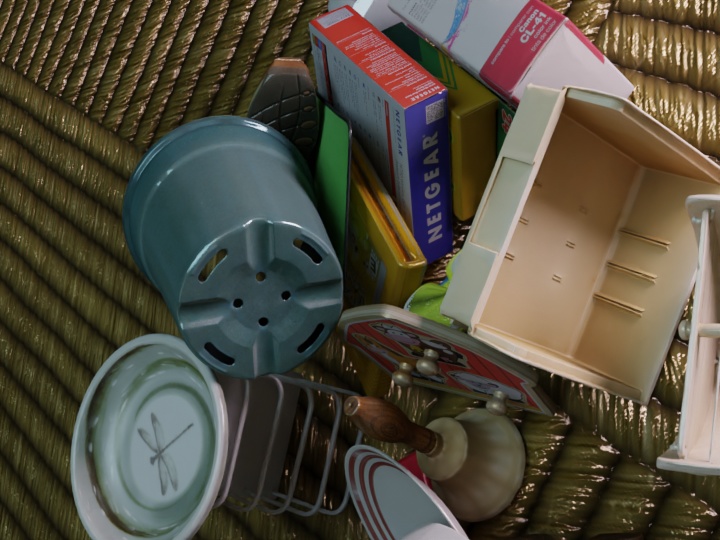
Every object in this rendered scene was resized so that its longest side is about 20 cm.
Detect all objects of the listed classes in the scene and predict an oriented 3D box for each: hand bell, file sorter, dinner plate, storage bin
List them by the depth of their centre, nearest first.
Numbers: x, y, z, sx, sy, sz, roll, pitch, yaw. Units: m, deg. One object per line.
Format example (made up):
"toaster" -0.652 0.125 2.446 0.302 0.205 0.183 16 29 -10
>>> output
"storage bin" 0.182 -0.020 0.801 0.093 0.197 0.204 24 93 47
"dinner plate" 0.054 0.232 0.859 0.024 0.203 0.199 -32 42 -23
"hand bell" 0.052 0.144 0.860 0.103 0.199 0.106 -18 59 32
"file sorter" -0.101 0.168 1.006 0.123 0.199 0.142 8 82 38

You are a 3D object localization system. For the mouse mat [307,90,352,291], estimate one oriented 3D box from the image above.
"mouse mat" -0.034 -0.084 0.991 0.200 0.007 0.165 -123 33 -67

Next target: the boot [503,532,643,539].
"boot" 0.163 0.299 0.818 0.198 0.076 0.159 -15 78 41

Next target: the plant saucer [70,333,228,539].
"plant saucer" -0.183 0.162 0.912 0.197 0.050 0.205 -10 73 34

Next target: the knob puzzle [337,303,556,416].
"knob puzzle" 0.060 0.082 0.862 0.217 0.219 0.031 6 67 43

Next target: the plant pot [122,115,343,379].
"plant pot" -0.109 -0.014 0.917 0.202 0.198 0.197 -57 30 12

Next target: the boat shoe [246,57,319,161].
"boat shoe" -0.085 -0.137 1.036 0.202 0.074 0.075 102 167 -46

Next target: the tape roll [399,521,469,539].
"tape roll" 0.094 0.291 0.780 0.037 0.206 0.202 -32 41 -25

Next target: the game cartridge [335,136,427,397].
"game cartridge" 0.000 0.000 1.004 0.202 0.032 0.178 104 147 -45

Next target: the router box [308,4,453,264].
"router box" 0.022 -0.131 0.996 0.048 0.202 0.180 -26 48 -18

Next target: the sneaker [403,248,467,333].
"sneaker" 0.126 0.015 0.932 0.198 0.105 0.076 -31 62 -5

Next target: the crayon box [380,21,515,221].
"crayon box" 0.079 -0.141 0.983 0.050 0.129 0.200 -26 47 -18

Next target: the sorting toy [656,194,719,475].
"sorting toy" 0.323 0.058 0.723 0.177 0.106 0.205 3 79 35

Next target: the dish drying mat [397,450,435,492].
"dish drying mat" 0.057 0.279 0.948 0.076 0.018 0.203 -32 57 32

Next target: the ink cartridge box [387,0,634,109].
"ink cartridge box" 0.138 -0.210 0.933 0.086 0.146 0.200 -52 50 14

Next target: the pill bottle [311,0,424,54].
"pill bottle" 0.034 -0.300 1.079 0.113 0.112 0.202 41 106 41
